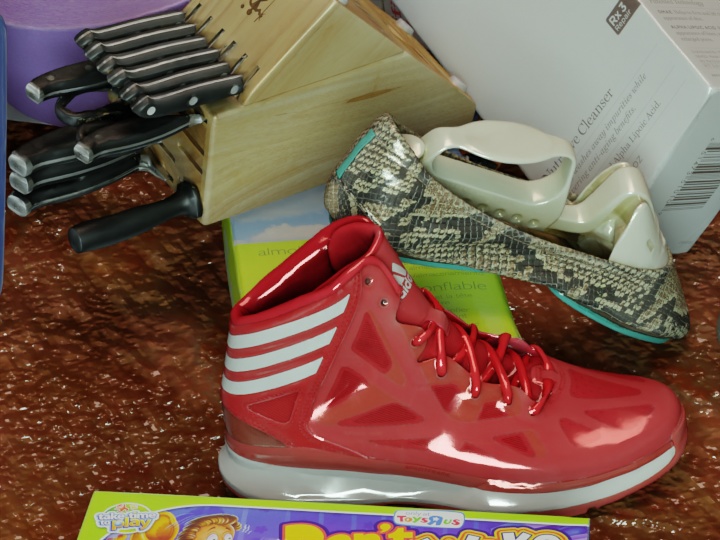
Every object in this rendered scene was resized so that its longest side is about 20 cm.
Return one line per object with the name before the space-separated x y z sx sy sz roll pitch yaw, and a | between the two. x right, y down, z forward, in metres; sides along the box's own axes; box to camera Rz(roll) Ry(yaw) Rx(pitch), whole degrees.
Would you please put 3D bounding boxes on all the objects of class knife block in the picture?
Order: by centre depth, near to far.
knife block | -0.061 -0.064 1.387 0.064 0.176 0.200 50 11 33

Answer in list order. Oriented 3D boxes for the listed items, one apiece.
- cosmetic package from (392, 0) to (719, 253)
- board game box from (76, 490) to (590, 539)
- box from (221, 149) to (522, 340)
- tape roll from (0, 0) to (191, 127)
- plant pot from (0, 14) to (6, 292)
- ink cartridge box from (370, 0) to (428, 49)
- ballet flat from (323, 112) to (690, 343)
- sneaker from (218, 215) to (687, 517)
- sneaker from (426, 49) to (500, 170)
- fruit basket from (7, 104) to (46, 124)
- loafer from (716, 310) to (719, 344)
cosmetic package | 0.107 -0.114 1.433 0.081 0.113 0.200 -4 46 -47
board game box | -0.016 0.144 1.133 0.199 0.045 0.135 3 30 6
box | 0.000 0.000 1.379 0.122 0.048 0.200 -3 30 -5
tape roll | -0.102 -0.158 1.485 0.199 0.066 0.200 -12 39 10
plant pot | -0.268 -0.063 1.357 0.179 0.201 0.200 -12 31 -30
ink cartridge box | 0.070 -0.171 1.599 0.200 0.117 0.067 -25 27 -35
ballet flat | 0.080 -0.023 1.312 0.200 0.075 0.068 18 29 -28
sneaker | 0.039 0.038 1.243 0.199 0.116 0.078 -5 30 -7
sneaker | -0.022 -0.083 1.516 0.199 0.076 0.078 8 22 -2
fruit basket | -0.177 -0.147 1.598 0.185 0.094 0.200 9 35 17
loafer | 0.213 -0.019 1.386 0.075 0.070 0.200 9 31 16
